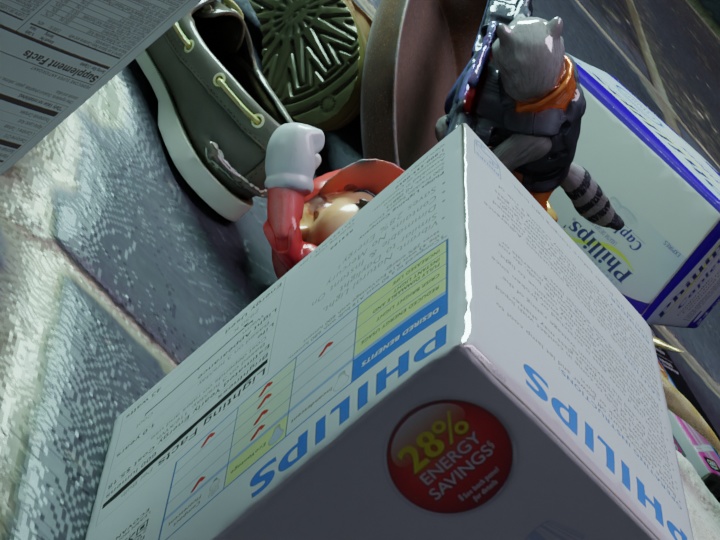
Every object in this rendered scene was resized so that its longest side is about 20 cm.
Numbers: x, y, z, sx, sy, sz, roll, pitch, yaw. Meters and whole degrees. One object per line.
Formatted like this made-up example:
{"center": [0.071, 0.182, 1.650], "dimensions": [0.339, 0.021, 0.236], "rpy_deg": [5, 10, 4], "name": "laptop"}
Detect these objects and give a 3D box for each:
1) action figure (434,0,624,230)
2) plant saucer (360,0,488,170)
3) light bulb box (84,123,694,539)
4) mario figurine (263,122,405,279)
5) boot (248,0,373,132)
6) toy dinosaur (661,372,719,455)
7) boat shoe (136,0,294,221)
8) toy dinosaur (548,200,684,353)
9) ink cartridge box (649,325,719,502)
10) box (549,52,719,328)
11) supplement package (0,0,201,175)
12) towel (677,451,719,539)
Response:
{"center": [0.113, -0.101, 1.562], "dimensions": [0.194, 0.104, 0.201], "rpy_deg": [76, 28, -58], "name": "action figure"}
{"center": [0.042, -0.100, 1.558], "dimensions": [0.200, 0.034, 0.202], "rpy_deg": [2, 90, -68], "name": "plant saucer"}
{"center": [0.006, 0.082, 0.921], "dimensions": [0.125, 0.198, 0.200], "rpy_deg": [45, 18, -16], "name": "light bulb box"}
{"center": [0.000, 0.000, 1.238], "dimensions": [0.200, 0.105, 0.124], "rpy_deg": [-78, 168, -61], "name": "mario figurine"}
{"center": [0.012, -0.116, 1.617], "dimensions": [0.200, 0.066, 0.176], "rpy_deg": [41, 25, -46], "name": "boot"}
{"center": [0.166, 0.060, 1.622], "dimensions": [0.200, 0.058, 0.101], "rpy_deg": [40, 31, 6], "name": "toy dinosaur"}
{"center": [-0.084, -0.116, 1.350], "dimensions": [0.072, 0.060, 0.202], "rpy_deg": [33, 24, -48], "name": "boat shoe"}
{"center": [0.121, -0.008, 1.702], "dimensions": [0.199, 0.060, 0.107], "rpy_deg": [33, 27, -19], "name": "toy dinosaur"}
{"center": [0.200, 0.078, 1.777], "dimensions": [0.201, 0.037, 0.095], "rpy_deg": [58, 16, 26], "name": "ink cartridge box"}
{"center": [0.196, -0.058, 1.872], "dimensions": [0.184, 0.105, 0.200], "rpy_deg": [44, 12, 16], "name": "box"}
{"center": [-0.158, -0.152, 0.963], "dimensions": [0.152, 0.200, 0.150], "rpy_deg": [58, 17, 22], "name": "supplement package"}
{"center": [0.228, 0.195, 1.599], "dimensions": [0.201, 0.034, 0.132], "rpy_deg": [56, 15, 13], "name": "towel"}
